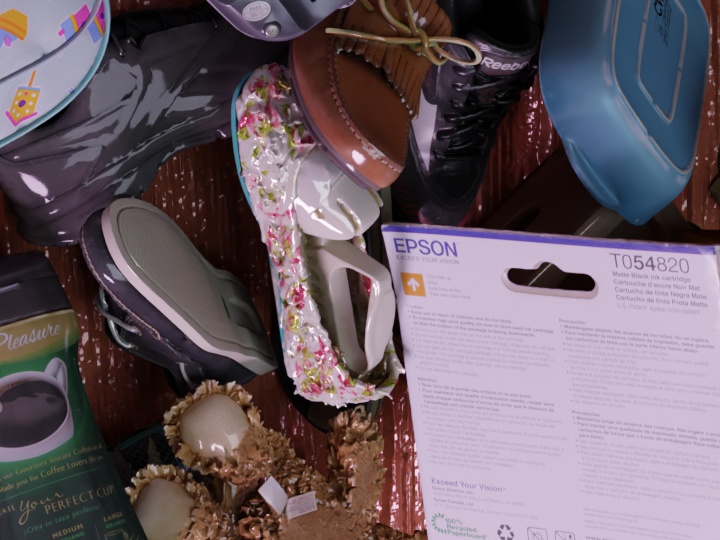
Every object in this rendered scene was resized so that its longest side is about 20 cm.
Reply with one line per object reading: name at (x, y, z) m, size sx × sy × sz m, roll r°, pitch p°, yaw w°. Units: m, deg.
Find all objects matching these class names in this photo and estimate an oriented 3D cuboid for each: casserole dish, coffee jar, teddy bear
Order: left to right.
coffee jar at (-0.174, 0.095, 1.334) m, size 0.104 × 0.085 × 0.201 m, roll -16°, pitch 85°, yaw -25°
teddy bear at (-0.045, 0.137, 1.430) m, size 0.199 × 0.067 × 0.146 m, roll 15°, pitch 85°, yaw -37°
casserole dish at (0.150, -0.116, 1.453) m, size 0.039 × 0.201 × 0.121 m, roll -21°, pitch 125°, yaw 29°

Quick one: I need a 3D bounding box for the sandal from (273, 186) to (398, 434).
sandal at (0.001, -0.001, 1.464) m, size 0.057 × 0.080 × 0.202 m, roll -13°, pitch 117°, yaw -44°

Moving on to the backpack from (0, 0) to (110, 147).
backpack at (-0.202, -0.146, 1.221) m, size 0.175 × 0.153 × 0.201 m, roll -33°, pitch 128°, yaw -24°

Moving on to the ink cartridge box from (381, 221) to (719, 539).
ink cartridge box at (0.114, 0.066, 1.375) m, size 0.041 × 0.199 × 0.201 m, roll -36°, pitch 125°, yaw -50°

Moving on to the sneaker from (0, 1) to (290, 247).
sneaker at (-0.107, -0.100, 1.353) m, size 0.200 × 0.076 × 0.091 m, roll -40°, pitch 120°, yaw -15°

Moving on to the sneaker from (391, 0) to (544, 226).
sneaker at (0.053, -0.103, 1.438) m, size 0.070 × 0.098 × 0.202 m, roll -9°, pitch 116°, yaw -32°

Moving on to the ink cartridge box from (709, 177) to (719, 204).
ink cartridge box at (0.323, -0.043, 1.674) m, size 0.146 × 0.048 × 0.200 m, roll -51°, pitch 125°, yaw -6°

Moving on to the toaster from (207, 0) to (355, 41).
toaster at (-0.069, -0.213, 1.265) m, size 0.113 × 0.129 × 0.200 m, roll -39°, pitch 120°, yaw 2°

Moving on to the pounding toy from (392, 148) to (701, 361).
pounding toy at (0.143, 0.036, 1.551) m, size 0.200 × 0.142 × 0.184 m, roll -44°, pitch 113°, yaw -13°

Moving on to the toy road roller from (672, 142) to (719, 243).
toy road roller at (0.197, 0.008, 1.430) m, size 0.145 × 0.123 × 0.201 m, roll 1°, pitch 98°, yaw -13°

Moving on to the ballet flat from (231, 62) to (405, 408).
ballet flat at (-0.014, -0.015, 1.363) m, size 0.076 × 0.064 × 0.201 m, roll -44°, pitch 135°, yaw -37°

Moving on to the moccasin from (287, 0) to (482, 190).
moccasin at (0.014, -0.120, 1.331) m, size 0.077 × 0.202 × 0.074 m, roll -28°, pitch 120°, yaw 29°

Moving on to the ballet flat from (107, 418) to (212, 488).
ballet flat at (-0.067, 0.151, 1.482) m, size 0.074 × 0.074 × 0.200 m, roll -48°, pitch 129°, yaw -6°

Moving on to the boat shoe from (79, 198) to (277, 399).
boat shoe at (-0.103, 0.022, 1.370) m, size 0.067 × 0.072 × 0.200 m, roll -21°, pitch 157°, yaw 9°
